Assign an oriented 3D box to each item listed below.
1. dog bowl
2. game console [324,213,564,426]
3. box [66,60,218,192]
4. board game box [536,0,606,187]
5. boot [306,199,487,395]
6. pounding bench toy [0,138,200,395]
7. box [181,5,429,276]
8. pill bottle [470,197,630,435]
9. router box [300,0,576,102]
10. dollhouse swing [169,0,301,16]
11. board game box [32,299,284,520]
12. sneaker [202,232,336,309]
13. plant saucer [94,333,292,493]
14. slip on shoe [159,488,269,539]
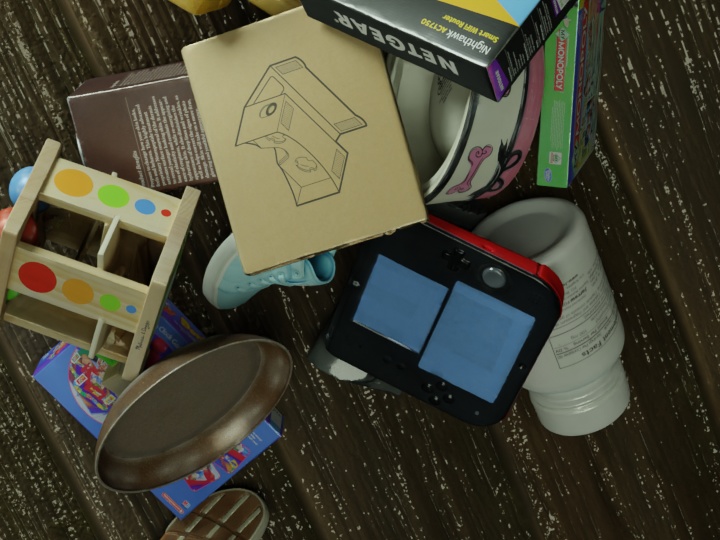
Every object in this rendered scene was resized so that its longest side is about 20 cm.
[{"bbox_3d":[0.085,-0.148,1.394,0.073,0.200,0.201,7,111,-21],"label":"dog bowl"},{"bbox_3d":[0.070,0.042,1.427,0.176,0.031,0.200,23,135,1],"label":"game console"},{"bbox_3d":[-0.143,-0.129,1.450,0.199,0.075,0.101,-9,109,8],"label":"box"},{"bbox_3d":[0.180,-0.184,1.403,0.029,0.135,0.201,7,111,15],"label":"board game box"},{"bbox_3d":[0.001,0.000,1.513,0.164,0.066,0.201,24,112,-6],"label":"boot"},{"bbox_3d":[-0.246,0.014,1.433,0.155,0.125,0.200,19,132,-5],"label":"pounding bench toy"},{"bbox_3d":[-0.046,-0.113,1.366,0.163,0.021,0.201,-17,84,11],"label":"box"},{"bbox_3d":[0.173,0.045,1.487,0.114,0.115,0.201,-19,121,7],"label":"pill bottle"},{"bbox_3d":[0.067,-0.232,1.298,0.149,0.200,0.051,-53,148,-15],"label":"router box"},{"bbox_3d":[-0.055,-0.283,1.363,0.175,0.182,0.200,35,106,0],"label":"dollhouse swing"},{"bbox_3d":[-0.187,0.119,1.562,0.134,0.045,0.200,-40,105,13],"label":"board game box"},{"bbox_3d":[-0.068,-0.009,1.465,0.200,0.074,0.082,-46,69,40],"label":"sneaker"},{"bbox_3d":[-0.151,0.120,1.462,0.200,0.200,0.032,-46,63,15],"label":"plant saucer"},{"bbox_3d":[-0.166,0.290,1.618,0.200,0.061,0.076,-46,68,-1],"label":"slip on shoe"}]
